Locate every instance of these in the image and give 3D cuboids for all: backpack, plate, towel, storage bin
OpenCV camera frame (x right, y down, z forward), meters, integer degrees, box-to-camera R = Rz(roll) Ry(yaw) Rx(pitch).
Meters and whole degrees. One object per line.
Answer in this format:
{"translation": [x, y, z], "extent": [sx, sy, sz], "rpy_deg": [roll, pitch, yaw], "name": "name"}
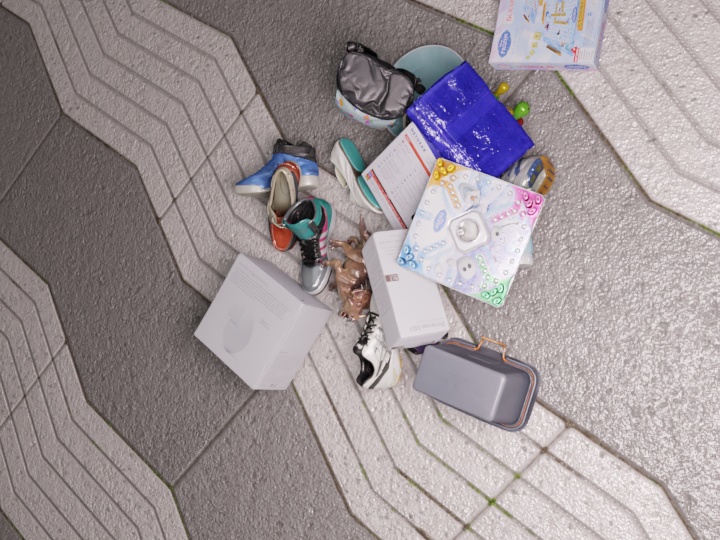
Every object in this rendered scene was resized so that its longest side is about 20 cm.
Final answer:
{"translation": [0.020, -0.340, 1.457], "extent": [0.166, 0.200, 0.127], "rpy_deg": [33, 96, -6], "name": "backpack"}
{"translation": [0.131, -0.347, 1.522], "extent": [0.199, 0.026, 0.202], "rpy_deg": [-6, 79, 29], "name": "plate"}
{"translation": [0.195, -0.251, 1.338], "extent": [0.148, 0.050, 0.200], "rpy_deg": [-42, 94, -7], "name": "towel"}
{"translation": [0.196, 0.187, 1.333], "extent": [0.199, 0.134, 0.147], "rpy_deg": [19, 91, 29], "name": "storage bin"}

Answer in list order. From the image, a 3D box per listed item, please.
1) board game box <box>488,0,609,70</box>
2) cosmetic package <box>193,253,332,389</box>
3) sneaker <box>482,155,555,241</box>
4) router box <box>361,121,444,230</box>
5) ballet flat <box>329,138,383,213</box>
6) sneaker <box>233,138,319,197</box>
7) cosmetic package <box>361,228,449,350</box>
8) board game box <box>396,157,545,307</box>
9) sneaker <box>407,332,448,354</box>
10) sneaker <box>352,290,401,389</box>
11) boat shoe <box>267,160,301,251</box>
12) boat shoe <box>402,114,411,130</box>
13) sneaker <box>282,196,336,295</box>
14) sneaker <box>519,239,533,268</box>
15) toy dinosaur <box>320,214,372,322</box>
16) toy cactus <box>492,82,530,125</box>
{"translation": [0.351, -0.471, 1.410], "extent": [0.198, 0.041, 0.202], "rpy_deg": [10, 87, 30], "name": "board game box"}
{"translation": [-0.199, 0.106, 1.573], "extent": [0.199, 0.123, 0.201], "rpy_deg": [36, 101, 29], "name": "cosmetic package"}
{"translation": [0.264, -0.119, 1.362], "extent": [0.200, 0.075, 0.088], "rpy_deg": [-50, 30, -16], "name": "sneaker"}
{"translation": [0.111, -0.147, 1.418], "extent": [0.179, 0.049, 0.201], "rpy_deg": [-39, 78, 47], "name": "router box"}
{"translation": [-0.007, -0.178, 1.556], "extent": [0.069, 0.069, 0.201], "rpy_deg": [-37, 62, 19], "name": "ballet flat"}
{"translation": [-0.183, -0.221, 1.643], "extent": [0.198, 0.077, 0.112], "rpy_deg": [-6, 84, 24], "name": "sneaker"}
{"translation": [0.079, 0.032, 1.367], "extent": [0.074, 0.101, 0.202], "rpy_deg": [125, 133, -58], "name": "cosmetic package"}
{"translation": [0.182, -0.067, 1.295], "extent": [0.199, 0.026, 0.202], "rpy_deg": [23, 93, 18], "name": "board game box"}
{"translation": [0.080, 0.064, 1.455], "extent": [0.087, 0.076, 0.201], "rpy_deg": [-36, 66, 25], "name": "sneaker"}
{"translation": [0.028, 0.128, 1.427], "extent": [0.075, 0.087, 0.202], "rpy_deg": [13, 108, 61], "name": "sneaker"}
{"translation": [-0.160, -0.126, 1.586], "extent": [0.071, 0.063, 0.202], "rpy_deg": [12, 116, 8], "name": "boat shoe"}
{"translation": [0.118, -0.209, 1.468], "extent": [0.072, 0.062, 0.202], "rpy_deg": [-18, 86, 28], "name": "boat shoe"}
{"translation": [-0.106, -0.060, 1.540], "extent": [0.083, 0.121, 0.202], "rpy_deg": [-4, 72, 29], "name": "sneaker"}
{"translation": [0.217, -0.046, 1.400], "extent": [0.198, 0.074, 0.083], "rpy_deg": [1, 80, 18], "name": "sneaker"}
{"translation": [0.000, 0.000, 1.505], "extent": [0.135, 0.086, 0.201], "rpy_deg": [23, 89, 30], "name": "toy dinosaur"}
{"translation": [0.215, -0.258, 1.427], "extent": [0.198, 0.102, 0.167], "rpy_deg": [-8, 102, 2], "name": "toy cactus"}
